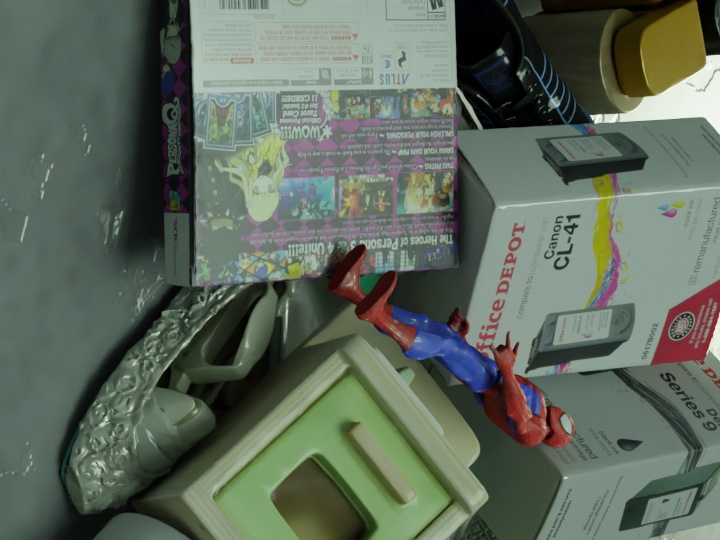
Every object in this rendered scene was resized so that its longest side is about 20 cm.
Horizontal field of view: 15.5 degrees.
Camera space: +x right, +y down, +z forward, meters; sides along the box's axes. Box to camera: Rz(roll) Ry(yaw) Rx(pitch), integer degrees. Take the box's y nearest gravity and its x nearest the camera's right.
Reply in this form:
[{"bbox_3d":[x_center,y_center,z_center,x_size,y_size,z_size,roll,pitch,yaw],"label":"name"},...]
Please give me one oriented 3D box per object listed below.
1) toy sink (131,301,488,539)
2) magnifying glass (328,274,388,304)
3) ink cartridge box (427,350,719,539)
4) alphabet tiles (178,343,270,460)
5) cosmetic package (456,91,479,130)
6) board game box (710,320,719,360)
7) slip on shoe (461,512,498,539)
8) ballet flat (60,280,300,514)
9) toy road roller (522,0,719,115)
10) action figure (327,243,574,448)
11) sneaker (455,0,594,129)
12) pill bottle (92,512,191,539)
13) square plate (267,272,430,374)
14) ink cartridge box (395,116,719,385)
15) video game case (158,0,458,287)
[{"bbox_3d":[-0.012,0.119,1.571,0.200,0.112,0.131,-41,98,-22],"label":"toy sink"},{"bbox_3d":[0.000,0.000,1.659,0.080,0.022,0.201,-39,133,-28],"label":"magnifying glass"},{"bbox_3d":[0.156,0.103,1.754,0.199,0.146,0.084,-8,133,-36],"label":"ink cartridge box"},{"bbox_3d":[-0.067,0.142,1.679,0.200,0.015,0.197,17,82,-57],"label":"alphabet tiles"},{"bbox_3d":[0.045,-0.065,1.718,0.200,0.050,0.083,55,45,-45],"label":"cosmetic package"},{"bbox_3d":[0.194,0.023,1.947,0.105,0.103,0.201,-51,140,-34],"label":"board game box"},{"bbox_3d":[0.081,0.267,1.909,0.201,0.074,0.061,-67,149,-20],"label":"slip on shoe"},{"bbox_3d":[-0.102,0.061,1.561,0.200,0.071,0.072,-58,143,-24],"label":"ballet flat"},{"bbox_3d":[0.172,-0.199,1.822,0.200,0.122,0.147,-35,117,-50],"label":"toy road roller"},{"bbox_3d":[0.066,0.054,1.594,0.052,0.065,0.200,-52,126,-4],"label":"action figure"},{"bbox_3d":[0.100,-0.110,1.721,0.201,0.070,0.078,58,17,-9],"label":"sneaker"},{"bbox_3d":[-0.162,0.239,1.494,0.200,0.114,0.115,-51,139,-32],"label":"pill bottle"},{"bbox_3d":[-0.009,0.081,1.717,0.198,0.028,0.201,-1,97,-59],"label":"square plate"},{"bbox_3d":[0.139,-0.013,1.693,0.199,0.086,0.148,-6,128,-26],"label":"ink cartridge box"},{"bbox_3d":[-0.028,-0.086,1.563,0.199,0.036,0.183,-5,95,-37],"label":"video game case"}]
